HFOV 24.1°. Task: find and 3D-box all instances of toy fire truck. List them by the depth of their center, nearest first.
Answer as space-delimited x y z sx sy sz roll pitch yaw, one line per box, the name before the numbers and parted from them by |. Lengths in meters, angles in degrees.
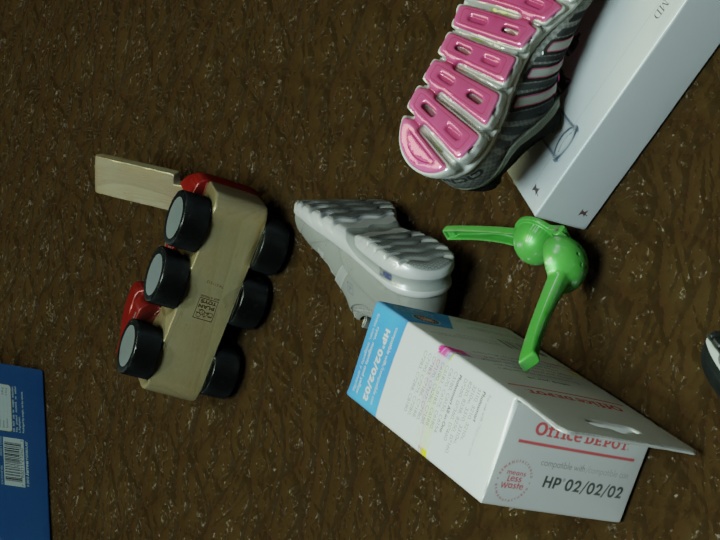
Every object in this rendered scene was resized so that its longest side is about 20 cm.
toy fire truck | -0.164 -0.011 1.431 0.178 0.127 0.200 -68 24 15

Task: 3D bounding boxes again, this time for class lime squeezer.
lime squeezer | 0.108 -0.001 1.078 0.071 0.038 0.200 -47 25 11

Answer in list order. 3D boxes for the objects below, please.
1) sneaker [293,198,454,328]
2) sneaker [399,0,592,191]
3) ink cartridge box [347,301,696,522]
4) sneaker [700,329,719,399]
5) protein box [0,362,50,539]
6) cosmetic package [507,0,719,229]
sneaker | 0.000 0.000 1.214 0.200 0.074 0.083 -137 49 -62
sneaker | 0.096 -0.132 1.032 0.073 0.087 0.201 26 81 27
ink cartridge box | 0.093 0.091 1.014 0.200 0.114 0.069 34 107 54
sneaker | 0.223 0.113 0.860 0.201 0.075 0.088 56 131 47
protein box | -0.425 0.198 1.657 0.135 0.198 0.201 -38 50 43
cosmetic package | 0.149 -0.152 1.069 0.201 0.051 0.151 -57 42 28
